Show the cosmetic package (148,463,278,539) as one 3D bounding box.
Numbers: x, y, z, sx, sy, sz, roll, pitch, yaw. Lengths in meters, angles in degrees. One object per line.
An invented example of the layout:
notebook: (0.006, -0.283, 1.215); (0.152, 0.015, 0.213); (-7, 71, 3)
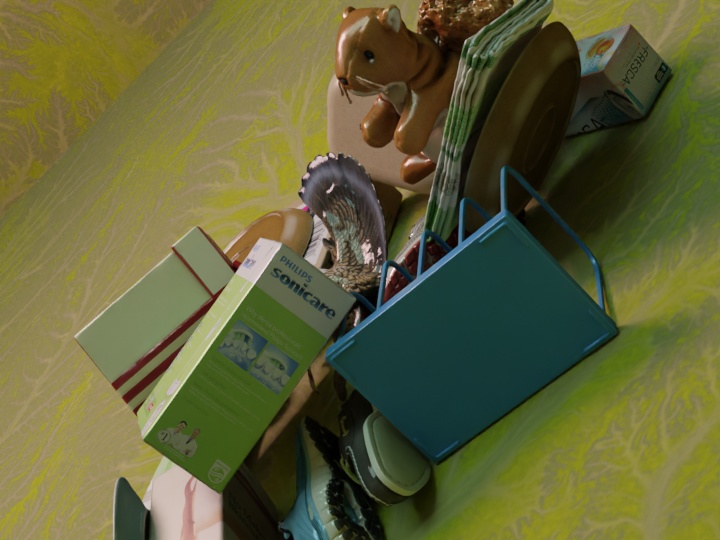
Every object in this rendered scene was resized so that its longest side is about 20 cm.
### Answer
cosmetic package: (-0.130, 0.256, 1.341); (0.087, 0.104, 0.201); (-32, 25, 9)

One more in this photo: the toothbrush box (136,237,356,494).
toothbrush box: (-0.104, 0.077, 1.305); (0.201, 0.086, 0.146); (-56, 11, -4)

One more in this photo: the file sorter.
file sorter: (0.092, 0.031, 1.260); (0.199, 0.139, 0.123); (-38, 20, 24)

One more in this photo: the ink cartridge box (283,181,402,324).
ink cartridge box: (-0.051, -0.010, 1.694); (0.164, 0.075, 0.201); (-28, 30, 39)

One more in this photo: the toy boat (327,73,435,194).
toy boat: (0.066, -0.163, 1.636); (0.198, 0.132, 0.130); (19, 29, 35)

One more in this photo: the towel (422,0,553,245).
towel: (0.115, -0.132, 1.309); (0.149, 0.030, 0.202); (-41, -30, -47)

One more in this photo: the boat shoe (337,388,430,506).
boat shoe: (0.015, 0.153, 1.298); (0.061, 0.072, 0.202); (-46, 14, 15)

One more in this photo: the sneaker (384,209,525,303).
sneaker: (0.079, -0.014, 1.412); (0.082, 0.078, 0.200); (-16, 17, 44)

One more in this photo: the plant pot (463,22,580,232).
plant pot: (0.150, -0.122, 1.342); (0.201, 0.027, 0.201); (-54, -22, -32)

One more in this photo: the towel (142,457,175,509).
towel: (-0.185, 0.250, 1.564); (0.148, 0.031, 0.201); (-29, 26, 36)

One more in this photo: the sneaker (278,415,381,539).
sneaker: (-0.043, 0.202, 1.312); (0.090, 0.078, 0.200); (-48, 19, 15)

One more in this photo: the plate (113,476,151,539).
plate: (-0.196, 0.287, 1.363); (0.025, 0.203, 0.201); (-8, 25, -3)

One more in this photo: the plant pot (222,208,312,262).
plant pot: (-0.132, 0.003, 1.691); (0.200, 0.027, 0.201); (-41, 23, 22)

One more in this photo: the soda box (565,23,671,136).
soda box: (0.210, -0.180, 1.483); (0.064, 0.068, 0.199); (-56, 22, -21)

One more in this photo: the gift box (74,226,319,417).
gift box: (-0.145, 0.080, 1.499); (0.186, 0.200, 0.185); (-41, 0, -3)

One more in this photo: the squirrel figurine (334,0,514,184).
squirrel figurine: (0.067, -0.204, 1.452); (0.201, 0.186, 0.141); (-52, 24, -8)

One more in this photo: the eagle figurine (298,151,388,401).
eagle figurine: (-0.007, -0.003, 1.487); (0.152, 0.150, 0.202); (-43, 26, 42)
